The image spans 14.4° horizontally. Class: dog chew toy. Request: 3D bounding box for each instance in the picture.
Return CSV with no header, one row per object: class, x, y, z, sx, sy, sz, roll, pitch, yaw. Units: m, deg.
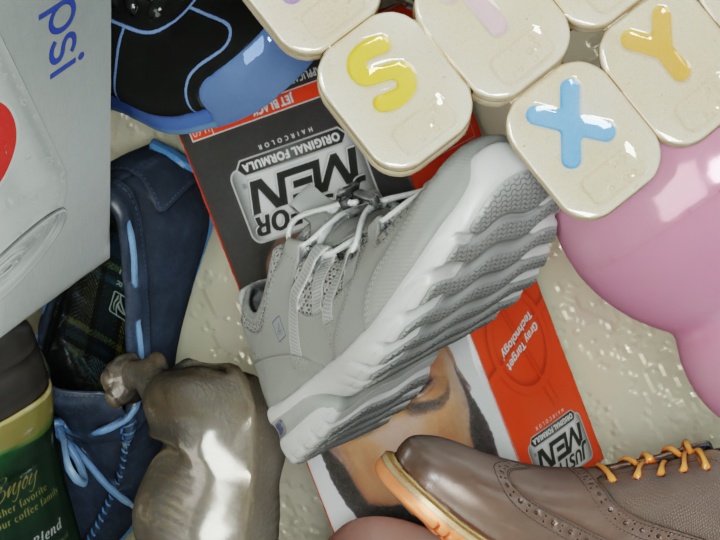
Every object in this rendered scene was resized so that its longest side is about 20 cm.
dog chew toy,0.155,0.003,1.005,0.124,0.125,0.200,-34,94,36

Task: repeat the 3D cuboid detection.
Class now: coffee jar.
coffee jar,-0.165,0.108,1.185,0.104,0.085,0.201,14,123,45

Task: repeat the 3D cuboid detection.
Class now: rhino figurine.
rhino figurine,-0.066,0.131,1.139,0.087,0.060,0.201,-9,77,54

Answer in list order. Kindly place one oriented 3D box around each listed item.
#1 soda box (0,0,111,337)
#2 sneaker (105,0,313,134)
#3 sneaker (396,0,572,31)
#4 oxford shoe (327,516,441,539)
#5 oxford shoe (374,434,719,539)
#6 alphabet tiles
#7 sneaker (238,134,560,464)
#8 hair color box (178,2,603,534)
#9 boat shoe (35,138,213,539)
soda box,-0.138,-0.074,1.080,0.063,0.068,0.201,33,139,26
sneaker,-0.093,-0.105,1.108,0.200,0.070,0.078,7,146,52
sneaker,0.013,-0.122,1.054,0.071,0.075,0.200,-53,29,-3
oxford shoe,-0.016,0.165,1.156,0.071,0.074,0.200,22,150,-4
oxford shoe,0.100,0.089,1.058,0.199,0.071,0.073,20,103,-21
alphabet tiles,0.060,-0.124,0.946,0.200,0.015,0.196,-37,83,-7
sneaker,0.000,0.000,1.028,0.082,0.075,0.200,58,144,11
hair color box,0.010,0.003,1.128,0.101,0.061,0.201,-18,98,36
boat shoe,-0.121,0.037,1.218,0.084,0.069,0.201,22,117,25
